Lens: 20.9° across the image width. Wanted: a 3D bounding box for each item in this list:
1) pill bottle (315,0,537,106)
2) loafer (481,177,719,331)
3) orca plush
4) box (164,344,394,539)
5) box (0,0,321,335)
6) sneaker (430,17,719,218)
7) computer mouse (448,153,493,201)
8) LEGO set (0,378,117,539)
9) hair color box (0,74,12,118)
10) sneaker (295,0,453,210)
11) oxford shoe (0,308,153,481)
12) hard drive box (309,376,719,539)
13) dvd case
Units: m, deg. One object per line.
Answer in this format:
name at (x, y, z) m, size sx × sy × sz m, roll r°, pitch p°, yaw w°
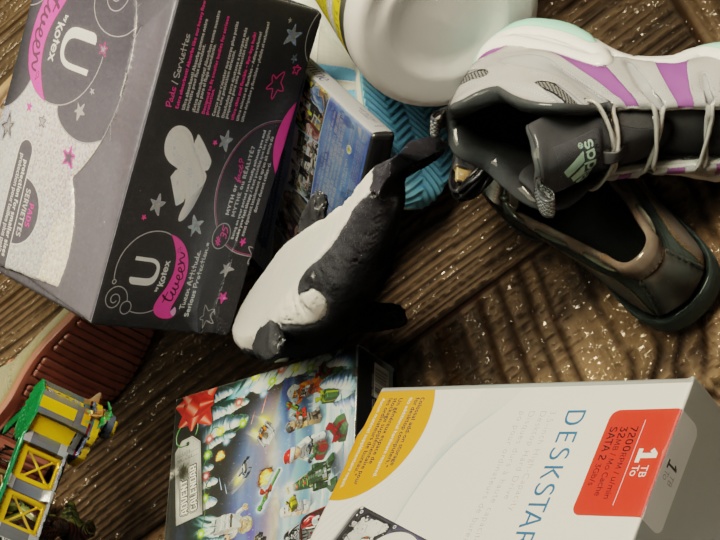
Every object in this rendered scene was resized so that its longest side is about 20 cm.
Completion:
pill bottle at (0.019, -0.188, 1.131) m, size 0.111 × 0.111 × 0.200 m, roll -43°, pitch 37°, yaw 11°
loafer at (0.116, -0.042, 1.058) m, size 0.072 × 0.063 × 0.200 m, roll -51°, pitch 45°, yaw 4°
orca plush at (0.000, 0.000, 1.083) m, size 0.200 × 0.071 × 0.105 m, roll -53°, pitch 20°, yaw 36°
box at (-0.049, 0.152, 1.094) m, size 0.137 × 0.040 × 0.201 m, roll -19°, pitch 54°, yaw 31°
box at (-0.130, -0.079, 1.132) m, size 0.132 × 0.115 × 0.201 m, roll 24°, pitch 100°, yaw 40°
sneaker at (0.131, -0.063, 0.989) m, size 0.199 × 0.078 × 0.140 m, roll 10°, pitch 32°, yaw 25°
computer mouse at (0.059, -0.111, 1.131) m, size 0.059 × 0.034 × 0.200 m, roll -34°, pitch 31°, yaw 23°
LEGO set at (-0.179, 0.165, 1.147) m, size 0.200 × 0.116 × 0.154 m, roll -45°, pitch 26°, yaw 44°
hair color box at (-0.189, -0.075, 1.318) m, size 0.109 × 0.065 × 0.200 m, roll -43°, pitch 39°, yaw 14°
sneaker at (-0.003, -0.100, 1.194) m, size 0.081 × 0.076 × 0.200 m, roll -53°, pitch 42°, yaw 28°
oxford shoe at (-0.207, 0.068, 1.256) m, size 0.200 × 0.071 × 0.074 m, roll -48°, pitch 40°, yaw 4°
hard drive box at (0.073, 0.136, 0.935) m, size 0.200 × 0.077 × 0.156 m, roll -6°, pitch 48°, yaw 43°
dvd case at (-0.049, -0.065, 1.187) m, size 0.200 × 0.018 × 0.143 m, roll 45°, pitch 132°, yaw 45°
